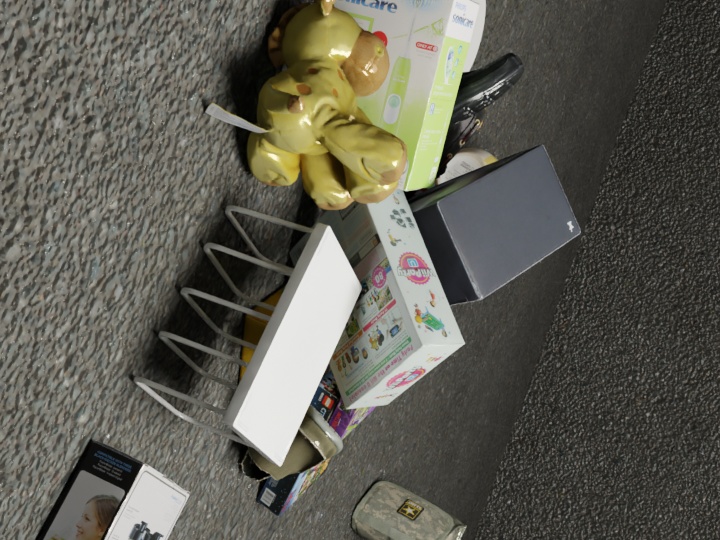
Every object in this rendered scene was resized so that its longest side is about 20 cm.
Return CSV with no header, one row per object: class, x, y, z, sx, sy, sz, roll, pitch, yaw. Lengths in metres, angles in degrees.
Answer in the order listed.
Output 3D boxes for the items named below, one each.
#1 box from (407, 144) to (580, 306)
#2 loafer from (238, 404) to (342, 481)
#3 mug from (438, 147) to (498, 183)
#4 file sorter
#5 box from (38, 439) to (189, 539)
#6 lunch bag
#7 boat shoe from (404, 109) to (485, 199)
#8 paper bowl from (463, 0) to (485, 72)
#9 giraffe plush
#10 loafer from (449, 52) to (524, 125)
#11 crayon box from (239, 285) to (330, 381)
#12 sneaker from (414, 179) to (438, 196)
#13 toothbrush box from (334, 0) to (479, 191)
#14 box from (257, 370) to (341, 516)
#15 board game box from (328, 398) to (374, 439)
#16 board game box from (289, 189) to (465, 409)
box,0.113,-0.041,1.136,0.199,0.198,0.124,-30,98,-38
loafer,-0.084,0.209,1.102,0.070,0.075,0.200,-43,180,-31
mug,0.199,-0.122,1.512,0.153,0.185,0.151,36,47,-60
file sorter,-0.105,0.057,0.929,0.201,0.123,0.139,-65,158,-18
box,-0.240,0.265,0.855,0.201,0.060,0.117,-64,159,-18
lunch bag,0.086,0.460,1.724,0.118,0.163,0.200,-63,160,-5
boat shoe,0.085,-0.141,1.241,0.202,0.063,0.074,-55,-153,20
paper bowl,0.079,-0.290,1.138,0.201,0.104,0.202,-50,151,-42
giraffe plush,-0.036,-0.175,0.917,0.199,0.172,0.164,31,64,-35
loafer,0.084,-0.192,1.065,0.071,0.199,0.068,65,19,5
crayon box,-0.083,0.086,1.118,0.200,0.051,0.127,-40,144,-56
sneaker,0.056,-0.084,1.333,0.072,0.111,0.201,78,6,-51
toothbrush box,0.023,-0.200,1.009,0.086,0.144,0.202,-14,122,-65
box,-0.052,0.209,1.255,0.136,0.038,0.201,-30,149,-61
board game box,0.032,0.126,1.221,0.200,0.032,0.121,-36,152,-53
board game box,0.012,0.026,1.034,0.064,0.202,0.148,0,149,-38
